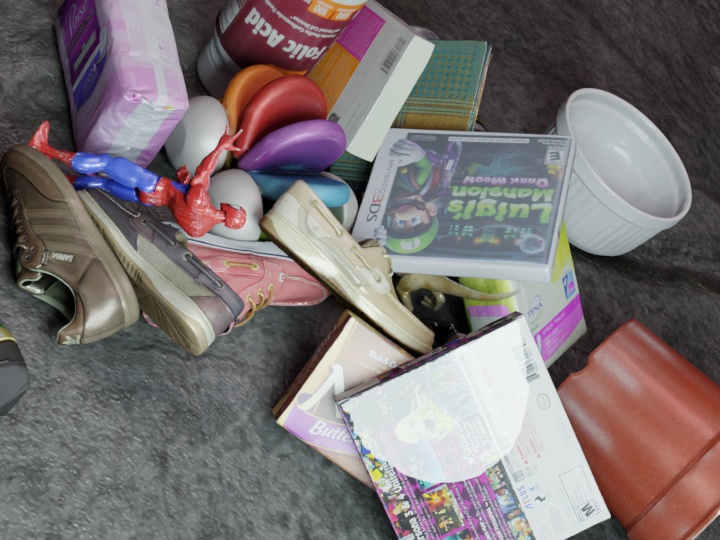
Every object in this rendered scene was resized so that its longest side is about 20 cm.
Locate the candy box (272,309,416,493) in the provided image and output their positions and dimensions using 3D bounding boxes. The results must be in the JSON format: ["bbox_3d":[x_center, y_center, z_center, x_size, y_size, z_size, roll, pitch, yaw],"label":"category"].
[{"bbox_3d":[0.035,0.140,1.315,0.200,0.117,0.056,37,1,-10],"label":"candy box"}]

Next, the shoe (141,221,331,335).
[{"bbox_3d":[-0.110,0.022,1.339,0.199,0.072,0.091,13,49,-27],"label":"shoe"}]

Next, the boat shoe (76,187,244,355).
[{"bbox_3d":[-0.173,-0.008,1.248,0.065,0.072,0.200,-31,53,-25],"label":"boat shoe"}]

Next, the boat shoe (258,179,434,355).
[{"bbox_3d":[0.000,0.000,1.333,0.200,0.072,0.065,41,81,-11],"label":"boat shoe"}]

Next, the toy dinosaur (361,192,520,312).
[{"bbox_3d":[0.058,0.005,1.463,0.200,0.101,0.058,37,53,23],"label":"toy dinosaur"}]

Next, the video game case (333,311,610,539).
[{"bbox_3d":[0.098,0.163,1.279,0.036,0.181,0.201,-140,-155,-81],"label":"video game case"}]

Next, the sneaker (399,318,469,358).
[{"bbox_3d":[0.090,0.133,1.381,0.076,0.114,0.200,-2,63,-43],"label":"sneaker"}]

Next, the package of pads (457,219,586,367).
[{"bbox_3d":[0.163,0.004,1.530,0.154,0.068,0.201,-33,113,-52],"label":"package of pads"}]

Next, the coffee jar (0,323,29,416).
[{"bbox_3d":[-0.338,0.030,1.112,0.104,0.085,0.200,-15,66,-50],"label":"coffee jar"}]

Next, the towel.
[{"bbox_3d":[0.049,-0.152,1.537,0.022,0.146,0.201,47,54,-65],"label":"towel"}]

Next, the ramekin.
[{"bbox_3d":[0.294,-0.113,1.787,0.200,0.105,0.201,24,43,-25],"label":"ramekin"}]

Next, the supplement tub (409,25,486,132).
[{"bbox_3d":[0.068,-0.158,1.611,0.122,0.123,0.201,1,55,-41],"label":"supplement tub"}]

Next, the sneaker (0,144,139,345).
[{"bbox_3d":[-0.266,-0.024,1.239,0.075,0.071,0.200,-27,65,-28],"label":"sneaker"}]

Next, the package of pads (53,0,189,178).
[{"bbox_3d":[-0.227,-0.196,1.385,0.075,0.121,0.201,10,50,-35],"label":"package of pads"}]

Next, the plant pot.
[{"bbox_3d":[0.295,0.167,1.484,0.195,0.201,0.200,45,38,14],"label":"plant pot"}]

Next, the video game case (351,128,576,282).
[{"bbox_3d":[0.100,-0.068,1.433,0.199,0.023,0.182,4,50,16],"label":"video game case"}]

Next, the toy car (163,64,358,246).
[{"bbox_3d":[-0.077,-0.109,1.416,0.174,0.150,0.201,0,56,-42],"label":"toy car"}]

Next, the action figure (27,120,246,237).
[{"bbox_3d":[-0.184,-0.094,1.311,0.199,0.065,0.099,22,55,9],"label":"action figure"}]

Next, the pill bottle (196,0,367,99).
[{"bbox_3d":[-0.080,-0.257,1.505,0.114,0.200,0.115,23,43,-24],"label":"pill bottle"}]

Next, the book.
[{"bbox_3d":[-0.007,-0.213,1.523,0.048,0.134,0.200,23,16,-31],"label":"book"}]
